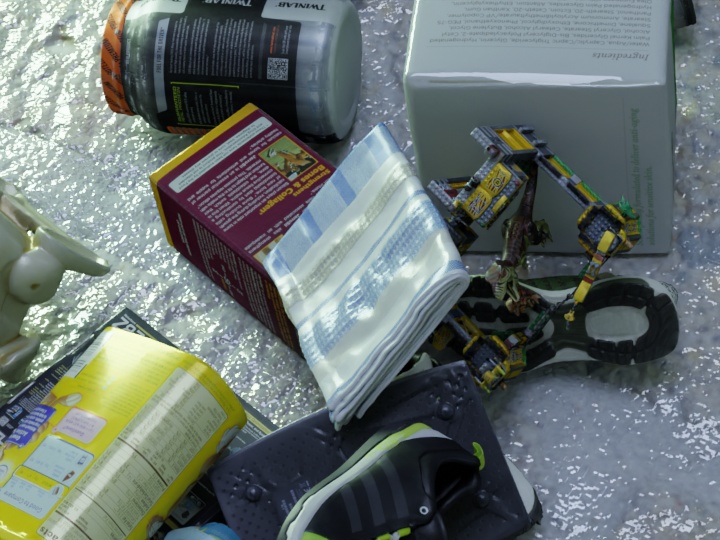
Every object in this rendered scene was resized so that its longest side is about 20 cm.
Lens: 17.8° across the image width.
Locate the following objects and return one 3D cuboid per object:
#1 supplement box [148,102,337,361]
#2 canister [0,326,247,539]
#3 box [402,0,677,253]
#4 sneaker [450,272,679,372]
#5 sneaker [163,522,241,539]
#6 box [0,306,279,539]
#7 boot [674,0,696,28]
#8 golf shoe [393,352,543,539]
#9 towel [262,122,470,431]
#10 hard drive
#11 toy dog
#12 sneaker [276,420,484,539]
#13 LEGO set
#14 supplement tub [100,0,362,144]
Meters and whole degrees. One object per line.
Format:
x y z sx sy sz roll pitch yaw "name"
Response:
-0.058 -0.026 1.787 0.110 0.086 0.200 -37 54 -20 "supplement box"
-0.189 0.143 1.594 0.148 0.087 0.200 16 58 46 "canister"
0.144 -0.139 1.773 0.198 0.200 0.172 2 51 10 "box"
0.152 0.032 1.733 0.198 0.078 0.089 3 14 22 "sneaker"
-0.125 0.217 1.514 0.079 0.200 0.131 37 76 3 "sneaker"
-0.166 0.135 1.697 0.200 0.049 0.161 35 66 32 "box"
0.190 -0.243 1.948 0.131 0.070 0.200 -26 40 -8 "boot"
0.049 0.117 1.648 0.078 0.095 0.200 -38 56 -22 "golf shoe"
0.000 0.000 1.613 0.147 0.024 0.200 -50 36 19 "towel"
0.006 0.157 1.602 0.199 0.042 0.136 -24 84 7 "hard drive"
-0.310 0.037 1.723 0.139 0.194 0.201 35 96 17 "toy dog"
0.015 0.165 1.490 0.082 0.072 0.200 16 43 28 "sneaker"
0.093 -0.010 1.637 0.200 0.116 0.154 -42 77 22 "LEGO set"
-0.105 -0.170 1.890 0.198 0.123 0.123 5 52 12 "supplement tub"
